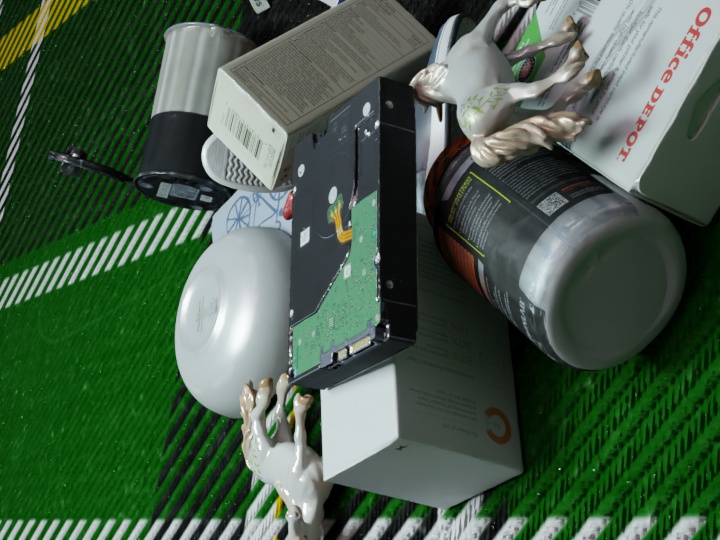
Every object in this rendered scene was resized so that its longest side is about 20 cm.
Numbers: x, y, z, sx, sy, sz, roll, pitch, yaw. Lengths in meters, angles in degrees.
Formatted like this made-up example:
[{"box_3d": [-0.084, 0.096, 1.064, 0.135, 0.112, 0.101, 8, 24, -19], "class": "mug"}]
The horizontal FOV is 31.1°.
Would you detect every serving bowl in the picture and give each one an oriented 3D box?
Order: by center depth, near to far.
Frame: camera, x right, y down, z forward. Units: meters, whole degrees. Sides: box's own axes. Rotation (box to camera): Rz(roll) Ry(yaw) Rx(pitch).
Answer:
[{"box_3d": [-0.137, 0.047, 1.321, 0.199, 0.065, 0.202, -25, 58, 48], "class": "serving bowl"}]

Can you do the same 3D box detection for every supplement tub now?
[{"box_3d": [0.130, -0.024, 0.930, 0.123, 0.122, 0.200, -62, 33, 13], "class": "supplement tub"}]

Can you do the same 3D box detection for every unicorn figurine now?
[{"box_3d": [0.095, -0.136, 0.920, 0.137, 0.074, 0.200, -32, 22, 17], "class": "unicorn figurine"}, {"box_3d": [-0.060, 0.174, 1.163, 0.200, 0.073, 0.139, -149, 67, -71], "class": "unicorn figurine"}]

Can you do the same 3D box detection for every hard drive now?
[{"box_3d": [-0.006, -0.025, 0.964, 0.139, 0.038, 0.202, -33, 50, 54], "class": "hard drive"}]

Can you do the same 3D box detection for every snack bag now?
[{"box_3d": [-0.100, -0.022, 1.373, 0.188, 0.021, 0.202, -39, 47, 41], "class": "snack bag"}]

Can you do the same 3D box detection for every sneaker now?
[{"box_3d": [0.036, -0.124, 1.138, 0.145, 0.077, 0.205, -2, 72, 38], "class": "sneaker"}, {"box_3d": [-0.071, -0.119, 1.242, 0.118, 0.199, 0.075, 8, 111, 64], "class": "sneaker"}]

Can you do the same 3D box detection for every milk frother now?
[{"box_3d": [-0.237, -0.182, 1.498, 0.180, 0.199, 0.190, -18, 59, 56], "class": "milk frother"}]

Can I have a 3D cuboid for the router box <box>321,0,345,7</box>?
[{"box_3d": [-0.003, -0.381, 1.382, 0.201, 0.049, 0.179, -64, 33, 12], "class": "router box"}]

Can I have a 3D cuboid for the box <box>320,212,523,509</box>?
[{"box_3d": [0.043, 0.068, 1.013, 0.097, 0.124, 0.202, -36, 46, 43], "class": "box"}]

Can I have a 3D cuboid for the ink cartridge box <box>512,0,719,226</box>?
[{"box_3d": [0.200, -0.141, 0.919, 0.148, 0.083, 0.200, -61, 32, 14], "class": "ink cartridge box"}]

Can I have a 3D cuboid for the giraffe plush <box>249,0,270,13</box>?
[{"box_3d": [-0.162, -0.392, 1.467, 0.173, 0.200, 0.162, -45, 6, -6], "class": "giraffe plush"}]

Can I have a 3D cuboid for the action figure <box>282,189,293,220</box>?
[{"box_3d": [0.000, 0.000, 1.161, 0.200, 0.065, 0.052, 52, 143, 38], "class": "action figure"}]

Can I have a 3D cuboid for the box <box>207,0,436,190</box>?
[{"box_3d": [-0.031, -0.167, 1.157, 0.095, 0.199, 0.078, 45, 146, 17], "class": "box"}]
